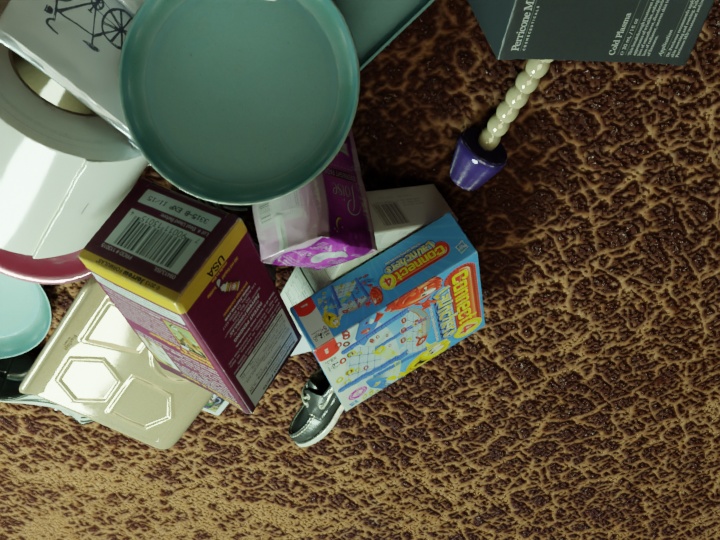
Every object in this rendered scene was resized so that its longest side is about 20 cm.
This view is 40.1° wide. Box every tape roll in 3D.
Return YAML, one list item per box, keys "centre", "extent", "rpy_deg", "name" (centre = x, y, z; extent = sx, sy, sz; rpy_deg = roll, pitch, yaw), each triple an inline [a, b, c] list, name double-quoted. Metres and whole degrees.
- centre: [-0.290, -0.135, 0.902]
  extent: [0.201, 0.205, 0.139]
  rpy_deg: [26, 130, -22]
  name: "tape roll"

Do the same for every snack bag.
- centre: [-0.193, -0.221, 0.840]
  extent: [0.188, 0.202, 0.021]
  rpy_deg: [38, 156, -31]
  name: "snack bag"

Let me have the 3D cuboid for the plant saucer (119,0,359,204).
- centre: [-0.099, -0.156, 0.819]
  extent: [0.196, 0.027, 0.204]
  rpy_deg: [0, 91, -1]
  name: "plant saucer"

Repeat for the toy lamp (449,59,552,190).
- centre: [0.149, -0.160, 0.969]
  extent: [0.057, 0.059, 0.201]
  rpy_deg: [19, 132, -17]
  name: "toy lamp"

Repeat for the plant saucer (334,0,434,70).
- centre: [0.014, -0.235, 0.855]
  extent: [0.200, 0.019, 0.070]
  rpy_deg: [-44, 102, -1]
  name: "plant saucer"

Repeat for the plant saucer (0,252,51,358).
- centre: [-0.468, 0.030, 1.186]
  extent: [0.196, 0.028, 0.202]
  rpy_deg: [1, 133, 1]
  name: "plant saucer"

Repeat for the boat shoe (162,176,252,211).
- centre: [-0.133, -0.095, 0.994]
  extent: [0.061, 0.076, 0.199]
  rpy_deg: [-19, 168, 38]
  name: "boat shoe"

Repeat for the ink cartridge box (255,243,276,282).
- centre: [-0.207, 0.041, 1.126]
  extent: [0.144, 0.084, 0.200]
  rpy_deg: [30, 117, -24]
  name: "ink cartridge box"

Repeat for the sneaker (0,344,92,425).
- centre: [-0.413, 0.161, 1.278]
  extent: [0.197, 0.077, 0.116]
  rpy_deg: [7, 147, 11]
  name: "sneaker"

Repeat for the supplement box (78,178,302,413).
- centre: [-0.155, 0.028, 0.945]
  extent: [0.130, 0.104, 0.201]
  rpy_deg: [21, 152, 28]
  name: "supplement box"

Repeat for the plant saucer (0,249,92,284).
- centre: [-0.350, -0.072, 1.070]
  extent: [0.197, 0.051, 0.203]
  rpy_deg: [1, 133, 1]
  name: "plant saucer"

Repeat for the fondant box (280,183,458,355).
- centre: [0.000, 0.000, 1.077]
  extent: [0.143, 0.059, 0.201]
  rpy_deg: [-11, 146, -39]
  name: "fondant box"

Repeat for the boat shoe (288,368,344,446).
- centre: [-0.040, 0.150, 1.258]
  extent: [0.060, 0.075, 0.200]
  rpy_deg: [28, 125, -24]
  name: "boat shoe"

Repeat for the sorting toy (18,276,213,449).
- centre: [-0.251, 0.104, 1.097]
  extent: [0.198, 0.037, 0.186]
  rpy_deg: [26, 119, -26]
  name: "sorting toy"

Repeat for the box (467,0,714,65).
- centre: [0.202, -0.280, 0.797]
  extent: [0.179, 0.105, 0.202]
  rpy_deg: [-2, 135, -16]
  name: "box"

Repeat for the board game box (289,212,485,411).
- centre: [0.037, 0.051, 1.077]
  extent: [0.194, 0.056, 0.201]
  rpy_deg: [-31, 153, -5]
  name: "board game box"

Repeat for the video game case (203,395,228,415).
- centre: [-0.227, 0.096, 1.247]
  extent: [0.198, 0.024, 0.182]
  rpy_deg: [24, 129, -21]
  name: "video game case"

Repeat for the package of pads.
- centre: [-0.054, -0.107, 0.908]
  extent: [0.075, 0.203, 0.120]
  rpy_deg: [-16, 168, 28]
  name: "package of pads"
